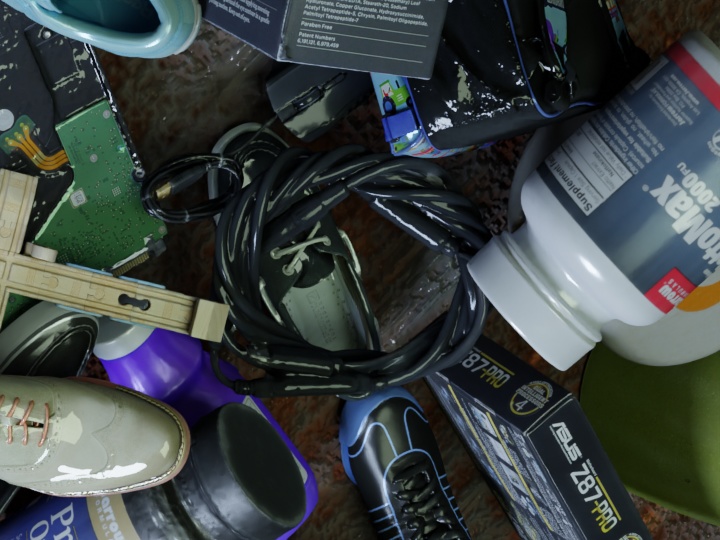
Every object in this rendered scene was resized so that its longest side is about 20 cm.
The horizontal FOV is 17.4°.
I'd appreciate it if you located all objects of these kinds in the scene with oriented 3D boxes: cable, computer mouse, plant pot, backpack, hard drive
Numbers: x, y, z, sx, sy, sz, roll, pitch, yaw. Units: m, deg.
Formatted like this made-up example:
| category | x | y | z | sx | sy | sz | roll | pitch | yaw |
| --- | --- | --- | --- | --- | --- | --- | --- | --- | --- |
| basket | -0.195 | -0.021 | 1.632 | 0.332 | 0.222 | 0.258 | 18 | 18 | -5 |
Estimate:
| category | x | y | z | sx | sy | sz | roll | pitch | yaw |
| --- | --- | --- | --- | --- | --- | --- | --- | --- | --- |
| cable | 0.000 | 0.000 | 1.471 | 0.200 | 0.051 | 0.164 | -2 | 105 | -19 |
| computer mouse | -0.055 | -0.091 | 1.454 | 0.200 | 0.034 | 0.059 | -41 | 106 | -27 |
| plant pot | 0.287 | 0.111 | 1.663 | 0.187 | 0.200 | 0.188 | -11 | 114 | -27 |
| backpack | 0.072 | -0.181 | 1.448 | 0.183 | 0.134 | 0.200 | -19 | 92 | -63 |
| hard drive | -0.207 | -0.068 | 1.400 | 0.140 | 0.038 | 0.200 | -31 | 121 | -17 |

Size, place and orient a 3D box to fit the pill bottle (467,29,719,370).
| category | x | y | z | sx | sy | sz | roll | pitch | yaw |
| --- | --- | --- | --- | --- | --- | --- | --- | --- | --- |
| pill bottle | 0.168 | -0.037 | 1.425 | 0.200 | 0.120 | 0.120 | -43 | 126 | 9 |

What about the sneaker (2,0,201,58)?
| category | x | y | z | sx | sy | sz | roll | pitch | yaw |
| --- | --- | --- | --- | --- | --- | --- | --- | --- | --- |
| sneaker | -0.181 | -0.177 | 1.302 | 0.200 | 0.082 | 0.074 | 21 | 96 | -3 |

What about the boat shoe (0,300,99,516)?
| category | x | y | z | sx | sy | sz | roll | pitch | yaw |
| --- | --- | --- | --- | --- | --- | --- | --- | --- | --- |
| boat shoe | -0.215 | 0.107 | 1.422 | 0.200 | 0.066 | 0.070 | -50 | 148 | 5 |

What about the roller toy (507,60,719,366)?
| category | x | y | z | sx | sy | sz | roll | pitch | yaw |
| --- | --- | --- | --- | --- | --- | --- | --- | --- | --- |
| roller toy | 0.197 | -0.040 | 1.589 | 0.182 | 0.140 | 0.200 | 13 | 111 | -39 |

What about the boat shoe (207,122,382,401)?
| category | x | y | z | sx | sy | sz | roll | pitch | yaw |
| --- | --- | --- | --- | --- | --- | --- | --- | --- | --- |
| boat shoe | -0.035 | -0.004 | 1.512 | 0.076 | 0.060 | 0.200 | -35 | 122 | -12 |

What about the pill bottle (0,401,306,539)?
| category | x | y | z | sx | sy | sz | roll | pitch | yaw |
| --- | --- | --- | --- | --- | --- | --- | --- | --- | --- |
| pill bottle | -0.135 | 0.164 | 1.439 | 0.200 | 0.112 | 0.112 | -33 | 128 | 22 |

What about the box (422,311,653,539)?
| category | x | y | z | sx | sy | sz | roll | pitch | yaw |
| --- | --- | --- | --- | --- | --- | --- | --- | --- | --- |
| box | 0.124 | 0.137 | 1.601 | 0.049 | 0.161 | 0.200 | -39 | 122 | -13 |

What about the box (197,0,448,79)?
| category | x | y | z | sx | sy | sz | roll | pitch | yaw |
| --- | --- | --- | --- | --- | --- | --- | --- | --- | --- |
| box | -0.027 | -0.224 | 1.346 | 0.104 | 0.200 | 0.182 | 4 | 107 | -30 |

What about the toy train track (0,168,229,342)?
| category | x | y | z | sx | sy | sz | roll | pitch | yaw |
| --- | --- | --- | --- | --- | --- | --- | --- | --- | --- |
| toy train track | -0.171 | 0.010 | 1.379 | 0.200 | 0.033 | 0.115 | 14 | 91 | -20 |

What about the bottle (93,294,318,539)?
| category | x | y | z | sx | sy | sz | roll | pitch | yaw |
| --- | --- | --- | --- | --- | --- | --- | --- | --- | --- |
| bottle | -0.105 | 0.097 | 1.507 | 0.084 | 0.065 | 0.200 | -43 | 124 | -12 |

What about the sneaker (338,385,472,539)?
| category | x | y | z | sx | sy | sz | roll | pitch | yaw |
| --- | --- | --- | --- | --- | --- | --- | --- | --- | --- |
| sneaker | 0.043 | 0.169 | 1.615 | 0.070 | 0.078 | 0.200 | -27 | 121 | -19 |

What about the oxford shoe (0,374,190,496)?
| category | x | y | z | sx | sy | sz | roll | pitch | yaw |
| --- | --- | --- | --- | --- | --- | --- | --- | --- | --- |
| oxford shoe | -0.199 | 0.092 | 1.354 | 0.200 | 0.074 | 0.071 | 4 | 85 | 9 |
